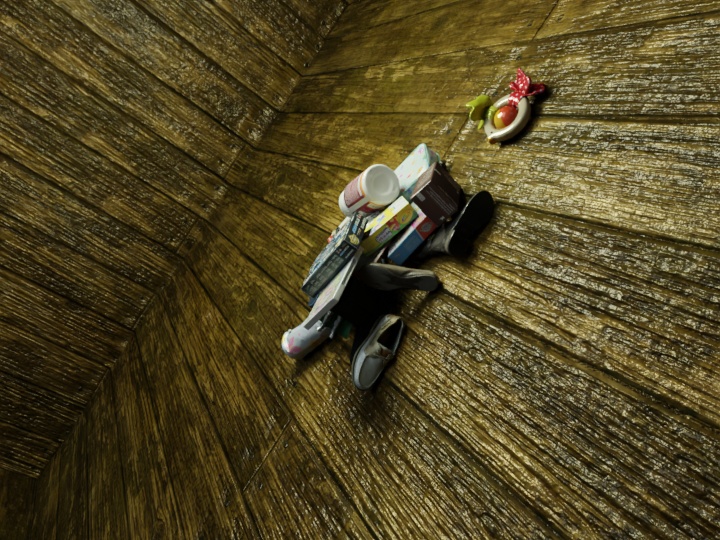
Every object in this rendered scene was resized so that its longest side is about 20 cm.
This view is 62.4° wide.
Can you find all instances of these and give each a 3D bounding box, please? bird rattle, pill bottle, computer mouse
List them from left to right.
[{"bbox_3d":[0.017,-0.108,1.663,0.200,0.044,0.110,-24,46,8],"label":"computer mouse"},{"bbox_3d":[0.019,-0.217,1.693,0.200,0.114,0.114,-22,42,64],"label":"pill bottle"},{"bbox_3d":[0.383,-0.406,1.526,0.200,0.113,0.163,-18,57,31],"label":"bird rattle"}]

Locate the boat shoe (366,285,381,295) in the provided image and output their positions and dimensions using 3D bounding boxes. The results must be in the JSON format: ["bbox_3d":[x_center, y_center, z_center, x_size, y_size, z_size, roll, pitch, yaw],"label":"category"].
[{"bbox_3d":[0.012,0.069,1.606,0.200,0.072,0.068,-27,72,22],"label":"boat shoe"}]

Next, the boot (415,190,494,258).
[{"bbox_3d":[0.223,-0.113,1.467,0.200,0.069,0.174,-53,20,-9],"label":"boot"}]

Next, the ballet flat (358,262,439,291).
[{"bbox_3d":[0.095,0.014,1.453,0.200,0.067,0.046,5,26,15],"label":"ballet flat"}]

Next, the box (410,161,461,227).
[{"bbox_3d":[0.192,-0.196,1.492,0.075,0.100,0.200,-41,11,26],"label":"box"}]

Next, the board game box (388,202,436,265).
[{"bbox_3d":[0.136,-0.115,1.568,0.153,0.040,0.200,-47,15,21],"label":"board game box"}]

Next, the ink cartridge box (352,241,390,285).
[{"bbox_3d":[0.000,0.000,1.576,0.200,0.050,0.109,-23,22,41],"label":"ink cartridge box"}]

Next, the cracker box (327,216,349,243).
[{"bbox_3d":[-0.011,-0.125,1.845,0.200,0.058,0.134,-49,29,15],"label":"cracker box"}]

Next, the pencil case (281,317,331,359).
[{"bbox_3d":[-0.139,0.173,1.708,0.200,0.083,0.091,-39,55,28],"label":"pencil case"}]

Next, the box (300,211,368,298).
[{"bbox_3d":[-0.065,-0.041,1.528,0.200,0.046,0.159,-47,13,30],"label":"box"}]

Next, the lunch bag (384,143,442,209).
[{"bbox_3d":[0.151,-0.258,1.703,0.200,0.077,0.161,-41,31,34],"label":"lunch bag"}]

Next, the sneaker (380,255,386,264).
[{"bbox_3d":[0.022,-0.056,1.711,0.088,0.074,0.200,-42,32,35],"label":"sneaker"}]

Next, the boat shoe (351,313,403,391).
[{"bbox_3d":[0.042,0.192,1.420,0.068,0.075,0.200,-14,49,59],"label":"boat shoe"}]

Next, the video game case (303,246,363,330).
[{"bbox_3d":[-0.064,0.040,1.440,0.143,0.018,0.200,-44,14,42],"label":"video game case"}]

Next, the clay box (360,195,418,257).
[{"bbox_3d":[0.054,-0.107,1.563,0.200,0.048,0.115,-41,15,7],"label":"clay box"}]

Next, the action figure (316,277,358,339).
[{"bbox_3d":[-0.051,0.093,1.559,0.200,0.118,0.055,-61,3,33],"label":"action figure"}]

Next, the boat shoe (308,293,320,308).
[{"bbox_3d":[-0.129,0.025,1.860,0.084,0.069,0.200,-20,45,48],"label":"boat shoe"}]

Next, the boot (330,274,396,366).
[{"bbox_3d":[-0.018,0.130,1.477,0.200,0.168,0.076,-61,26,-9],"label":"boot"}]
